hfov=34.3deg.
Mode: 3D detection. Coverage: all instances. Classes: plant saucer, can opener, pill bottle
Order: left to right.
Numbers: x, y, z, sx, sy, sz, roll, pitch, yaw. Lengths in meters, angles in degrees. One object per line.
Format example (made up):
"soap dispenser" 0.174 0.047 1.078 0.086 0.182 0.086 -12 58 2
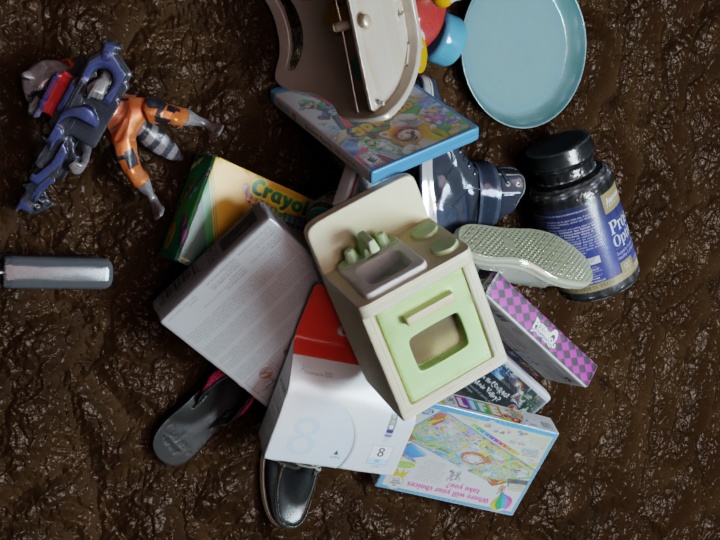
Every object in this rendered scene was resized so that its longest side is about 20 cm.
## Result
"can opener" -0.343 -0.011 1.158 0.198 0.052 0.067 7 93 -32
"plant saucer" 0.200 -0.280 1.462 0.198 0.027 0.203 -5 100 -30
"pill bottle" 0.279 -0.071 1.493 0.111 0.112 0.202 -31 113 -24

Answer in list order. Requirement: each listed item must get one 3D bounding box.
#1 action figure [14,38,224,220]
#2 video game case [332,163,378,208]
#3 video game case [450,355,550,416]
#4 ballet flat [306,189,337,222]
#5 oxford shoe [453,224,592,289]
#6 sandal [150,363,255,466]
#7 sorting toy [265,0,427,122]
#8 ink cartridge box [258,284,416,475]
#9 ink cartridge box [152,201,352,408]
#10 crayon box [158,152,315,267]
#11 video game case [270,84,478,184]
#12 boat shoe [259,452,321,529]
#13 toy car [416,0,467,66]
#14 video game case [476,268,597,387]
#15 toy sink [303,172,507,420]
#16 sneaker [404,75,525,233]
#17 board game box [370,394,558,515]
"action figure" -0.267 -0.136 1.183 0.193 0.105 0.200 36 106 -23
"video game case" 0.031 -0.043 1.287 0.201 0.017 0.144 61 30 -34
"video game case" 0.107 0.159 1.432 0.182 0.023 0.200 -43 120 12
"ballet flat" 0.000 0.000 1.297 0.072 0.072 0.202 -30 116 -24
"oxford shoe" 0.191 -0.011 1.420 0.198 0.058 0.076 9 50 -22
"sandal" -0.151 0.138 1.302 0.200 0.045 0.075 -50 117 -15
"sorting toy" -0.035 -0.264 1.237 0.107 0.179 0.202 -31 115 -47
"ink cartridge box" -0.006 0.124 1.269 0.158 0.047 0.202 12 116 -22
"ink cartridge box" -0.097 0.046 1.254 0.162 0.057 0.200 -42 127 7
"crayon box" -0.109 -0.037 1.292 0.199 0.058 0.120 22 86 -32
"video game case" 0.012 -0.170 1.270 0.142 0.200 0.018 -25 134 -25
"boat shoe" -0.068 0.205 1.352 0.071 0.067 0.202 9 95 -31
"toy car" 0.081 -0.324 1.281 0.183 0.199 0.179 13 91 -31
"video game case" 0.161 0.062 1.401 0.200 0.181 0.036 40 74 -29
"toy sink" 0.048 0.026 1.178 0.129 0.112 0.201 -28 117 -12
"sneaker" 0.123 -0.140 1.399 0.145 0.077 0.205 -11 113 -18
"board game box" 0.128 0.223 1.439 0.198 0.034 0.135 16 114 -21
